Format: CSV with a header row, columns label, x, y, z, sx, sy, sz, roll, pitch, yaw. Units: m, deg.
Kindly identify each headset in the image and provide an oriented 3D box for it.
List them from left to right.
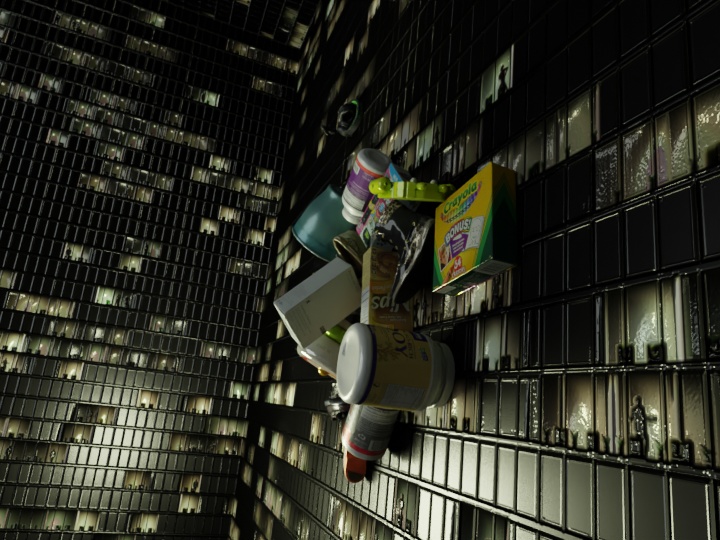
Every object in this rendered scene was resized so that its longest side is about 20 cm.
label,x,y,z,sx,sy,sz,roll,pitch,yaw
headset,-0.063,-0.554,1.928,0.198,0.092,0.127,-22,58,55

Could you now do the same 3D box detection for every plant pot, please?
label,x,y,z,sx,sy,sz,roll,pitch,yaw
plant pot,-0.089,-0.160,1.672,0.190,0.197,0.201,-55,26,17

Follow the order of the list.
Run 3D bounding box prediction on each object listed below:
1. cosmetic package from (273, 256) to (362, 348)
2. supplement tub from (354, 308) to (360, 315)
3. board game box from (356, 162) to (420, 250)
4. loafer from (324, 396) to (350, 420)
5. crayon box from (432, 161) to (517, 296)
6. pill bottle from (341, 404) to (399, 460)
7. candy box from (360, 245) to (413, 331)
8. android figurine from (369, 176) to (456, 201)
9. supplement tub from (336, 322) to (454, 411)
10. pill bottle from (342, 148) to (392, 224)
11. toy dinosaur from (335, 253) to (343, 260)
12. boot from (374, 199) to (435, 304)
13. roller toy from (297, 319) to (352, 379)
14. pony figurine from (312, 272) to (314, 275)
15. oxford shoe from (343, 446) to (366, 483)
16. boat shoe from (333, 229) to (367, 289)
label,x,y,z,sx,sy,sz,roll,pitch,yaw
cosmetic package,-0.094,0.075,1.248,0.081,0.198,0.115,31,152,56
supplement tub,-0.020,0.051,1.455,0.200,0.104,0.110,-130,54,-66
board game box,0.070,-0.147,1.323,0.203,0.063,0.149,-59,26,22
loafer,-0.052,0.385,1.448,0.200,0.070,0.065,140,118,-70
crayon box,0.202,-0.067,0.950,0.200,0.057,0.178,141,137,-62
pill bottle,0.033,0.302,1.158,0.111,0.108,0.205,-125,49,-64
candy box,0.062,0.057,1.200,0.055,0.112,0.206,136,141,-58
android figurine,0.111,-0.165,1.085,0.200,0.176,0.043,-161,74,-73
supplement tub,0.065,0.186,0.993,0.145,0.194,0.150,-169,90,-70
pill bottle,0.015,-0.237,1.503,0.114,0.109,0.203,-102,29,-49
toy dinosaur,-0.059,0.013,1.394,0.200,0.047,0.089,-48,33,16
boot,0.089,-0.046,1.165,0.150,0.072,0.205,39,115,41
roller toy,-0.065,0.207,1.350,0.180,0.199,0.142,12,66,52
pony figurine,-0.099,0.121,1.570,0.194,0.163,0.204,88,159,-72
oxford shoe,-0.014,0.412,1.300,0.073,0.069,0.207,-176,96,-76
boat shoe,0.000,0.000,1.272,0.203,0.062,0.073,59,140,10
